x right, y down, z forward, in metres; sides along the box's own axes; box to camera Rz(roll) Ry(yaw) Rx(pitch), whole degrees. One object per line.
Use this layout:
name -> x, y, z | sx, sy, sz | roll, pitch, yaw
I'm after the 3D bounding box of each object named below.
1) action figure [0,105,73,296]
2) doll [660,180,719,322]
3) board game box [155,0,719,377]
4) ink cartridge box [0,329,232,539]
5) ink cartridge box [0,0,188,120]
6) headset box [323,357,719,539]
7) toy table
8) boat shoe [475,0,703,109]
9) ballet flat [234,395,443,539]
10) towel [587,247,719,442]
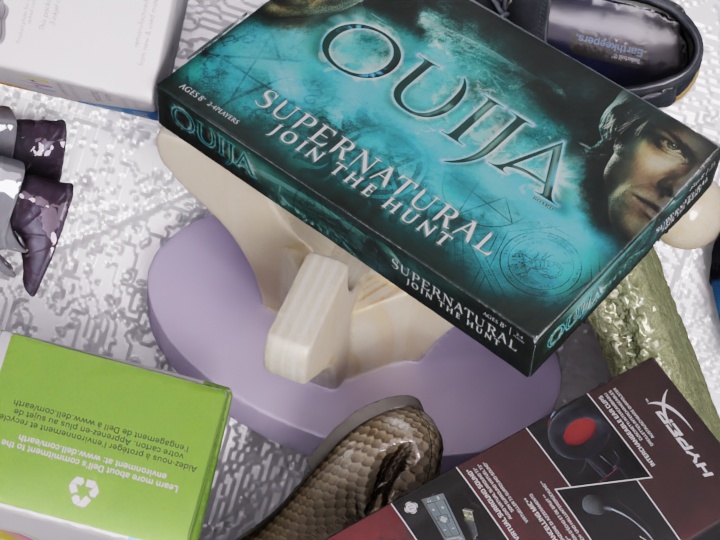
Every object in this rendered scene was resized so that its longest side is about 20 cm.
action figure -> -0.229, -0.058, 0.738 | 0.199, 0.130, 0.070 | 19, 107, -23
doll -> 0.233, 0.009, 0.828 | 0.199, 0.048, 0.137 | 29, 86, -6
board game box -> 0.032, -0.057, 0.693 | 0.200, 0.028, 0.135 | 34, 57, 22
ink cartridge box -> -0.166, 0.078, 0.728 | 0.199, 0.148, 0.076 | 14, 70, -5
ink cartridge box -> -0.182, -0.125, 0.751 | 0.199, 0.115, 0.068 | 13, 90, -5
headset box -> 0.046, 0.139, 0.669 | 0.199, 0.149, 0.075 | -27, 64, -18
toy table -> 0.000, 0.000, 0.741 | 0.199, 0.117, 0.185 | 10, 52, 1
boat shoe -> 0.074, -0.118, 0.806 | 0.199, 0.062, 0.075 | 8, 90, -5
ballet flat -> -0.026, 0.130, 0.712 | 0.200, 0.067, 0.046 | -50, 55, 31
towel -> 0.133, 0.037, 0.771 | 0.036, 0.148, 0.201 | -21, 92, 12
